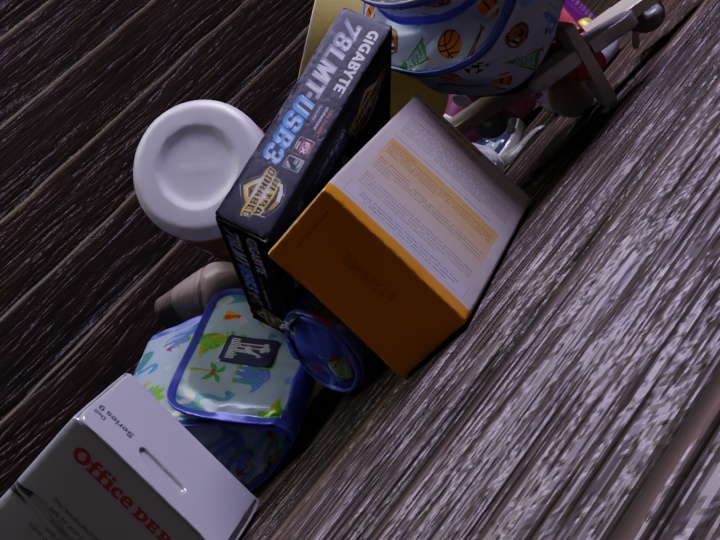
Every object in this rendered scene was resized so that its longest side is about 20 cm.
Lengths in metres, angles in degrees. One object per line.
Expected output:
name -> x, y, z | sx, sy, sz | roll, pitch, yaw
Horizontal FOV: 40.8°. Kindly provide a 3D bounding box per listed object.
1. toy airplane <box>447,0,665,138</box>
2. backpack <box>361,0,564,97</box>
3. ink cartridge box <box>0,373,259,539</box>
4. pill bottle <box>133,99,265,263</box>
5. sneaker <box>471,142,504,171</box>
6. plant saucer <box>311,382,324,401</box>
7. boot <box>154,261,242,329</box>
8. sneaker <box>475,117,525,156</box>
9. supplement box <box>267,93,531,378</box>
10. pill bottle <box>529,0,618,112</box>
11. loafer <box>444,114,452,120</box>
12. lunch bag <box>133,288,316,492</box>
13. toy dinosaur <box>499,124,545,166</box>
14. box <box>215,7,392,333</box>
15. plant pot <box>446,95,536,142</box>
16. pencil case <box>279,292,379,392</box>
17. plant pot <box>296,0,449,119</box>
toy airplane -> 0.179, -0.189, 0.862 | 0.199, 0.141, 0.200 | 0, 52, 37
backpack -> 0.082, -0.240, 0.772 | 0.199, 0.153, 0.192 | 11, 96, 49
ink cartridge box -> -0.195, 0.200, 0.723 | 0.200, 0.146, 0.084 | -45, 3, 22
pill bottle -> -0.111, -0.066, 0.841 | 0.112, 0.112, 0.200 | -47, -13, 0
sneaker -> 0.108, -0.076, 0.956 | 0.200, 0.084, 0.073 | -20, -50, -55
plant saucer -> -0.100, 0.142, 1.032 | 0.200, 0.048, 0.200 | -47, 4, -1
boot -> -0.109, 0.057, 0.995 | 0.145, 0.200, 0.071 | -13, 58, 23
sneaker -> 0.108, -0.121, 1.160 | 0.200, 0.084, 0.075 | -47, 3, 3
supplement box -> 0.036, -0.033, 0.698 | 0.074, 0.126, 0.200 | -46, 3, 35
pill bottle -> 0.186, -0.285, 1.094 | 0.112, 0.200, 0.112 | -46, 3, 3
loafer -> 0.010, -0.124, 1.047 | 0.198, 0.076, 0.068 | -14, 4, 11
lunch bag -> -0.119, 0.112, 0.859 | 0.199, 0.128, 0.171 | -21, 29, 26
toy dinosaur -> 0.114, -0.107, 1.090 | 0.200, 0.048, 0.088 | -41, 36, -21
box -> -0.036, -0.070, 0.778 | 0.201, 0.049, 0.199 | -62, -13, -21
plant pot -> 0.125, -0.217, 1.348 | 0.180, 0.199, 0.200 | -62, 1, 7
pencil case -> 0.012, 0.014, 0.813 | 0.086, 0.078, 0.200 | 11, 43, 33
plant pot -> 0.017, -0.195, 0.948 | 0.200, 0.141, 0.202 | -167, 90, -88
